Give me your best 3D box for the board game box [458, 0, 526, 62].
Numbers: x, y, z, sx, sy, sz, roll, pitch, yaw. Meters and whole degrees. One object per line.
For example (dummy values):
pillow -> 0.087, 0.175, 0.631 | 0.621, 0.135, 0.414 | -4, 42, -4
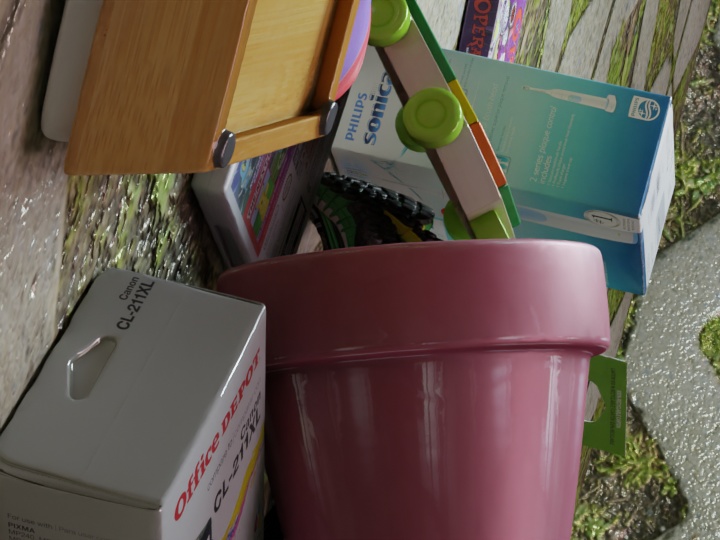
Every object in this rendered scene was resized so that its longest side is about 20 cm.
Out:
board game box -> 0.086, -0.112, 1.989 | 0.120, 0.032, 0.201 | -32, 134, -79

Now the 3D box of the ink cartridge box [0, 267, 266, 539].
ink cartridge box -> -0.104, 0.123, 1.215 | 0.146, 0.082, 0.201 | -64, 163, -47

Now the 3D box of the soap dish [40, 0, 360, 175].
soap dish -> -0.057, -0.122, 1.142 | 0.200, 0.081, 0.158 | -25, 132, -71

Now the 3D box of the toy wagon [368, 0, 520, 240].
toy wagon -> 0.050, -0.067, 1.459 | 0.201, 0.039, 0.155 | 63, 0, 24

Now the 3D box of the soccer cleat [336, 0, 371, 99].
soccer cleat -> -0.021, -0.167, 1.278 | 0.076, 0.066, 0.201 | -44, 148, -54

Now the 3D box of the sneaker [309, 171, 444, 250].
sneaker -> 0.000, 0.000, 1.508 | 0.200, 0.078, 0.086 | -115, -135, -67

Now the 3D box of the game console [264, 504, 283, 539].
game console -> -0.010, 0.179, 1.457 | 0.200, 0.116, 0.176 | -48, 167, -3

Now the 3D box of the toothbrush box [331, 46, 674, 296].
toothbrush box -> 0.093, -0.066, 1.649 | 0.147, 0.199, 0.086 | 72, 34, -69

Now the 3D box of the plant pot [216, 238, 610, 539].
plant pot -> 0.031, 0.084, 1.300 | 0.200, 0.199, 0.180 | 29, 55, -78

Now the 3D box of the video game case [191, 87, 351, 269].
video game case -> -0.040, -0.096, 1.430 | 0.182, 0.023, 0.201 | 74, 32, -67

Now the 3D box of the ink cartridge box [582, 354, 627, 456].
ink cartridge box -> 0.070, 0.097, 1.712 | 0.148, 0.199, 0.076 | 81, 25, -60
